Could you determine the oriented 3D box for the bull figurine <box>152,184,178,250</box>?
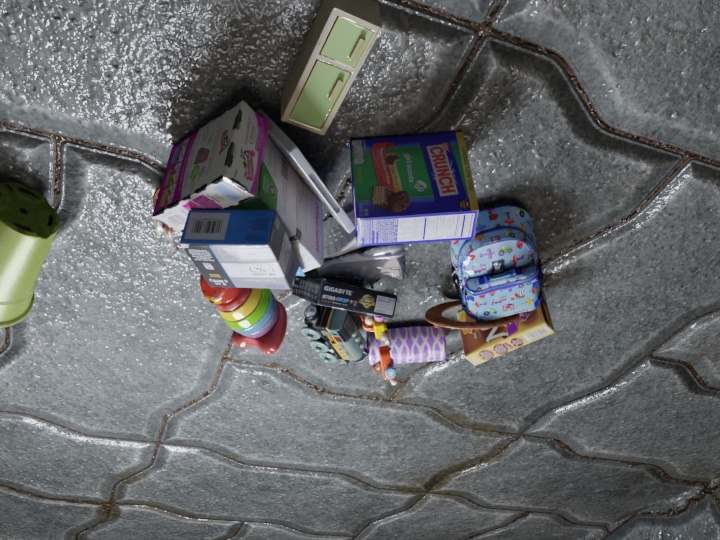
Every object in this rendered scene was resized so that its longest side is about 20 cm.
[{"bbox_3d":[-0.273,-0.088,1.216,0.195,0.066,0.124,17,115,-18],"label":"bull figurine"}]

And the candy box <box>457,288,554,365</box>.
[{"bbox_3d":[0.313,0.114,1.500,0.197,0.119,0.056,-29,137,27],"label":"candy box"}]

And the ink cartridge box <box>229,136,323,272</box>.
[{"bbox_3d":[-0.143,-0.105,1.153,0.082,0.149,0.201,-18,140,19],"label":"ink cartridge box"}]

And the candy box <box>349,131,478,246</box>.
[{"bbox_3d":[0.084,-0.135,1.122,0.193,0.173,0.078,-4,146,-3],"label":"candy box"}]

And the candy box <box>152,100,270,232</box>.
[{"bbox_3d":[-0.230,-0.155,1.054,0.197,0.140,0.060,-18,144,42],"label":"candy box"}]

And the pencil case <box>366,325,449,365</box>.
[{"bbox_3d":[0.106,0.173,1.586,0.193,0.087,0.085,-2,179,-2],"label":"pencil case"}]

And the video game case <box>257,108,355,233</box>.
[{"bbox_3d":[-0.088,-0.158,1.105,0.018,0.144,0.201,-39,136,-1],"label":"video game case"}]

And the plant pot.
[{"bbox_3d":[-0.614,-0.043,1.172,0.198,0.203,0.190,28,119,-35],"label":"plant pot"}]

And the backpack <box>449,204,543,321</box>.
[{"bbox_3d":[0.260,-0.020,1.317,0.177,0.137,0.202,-10,139,6],"label":"backpack"}]

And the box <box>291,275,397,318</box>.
[{"bbox_3d":[-0.036,0.049,1.346,0.155,0.047,0.199,12,179,-20],"label":"box"}]

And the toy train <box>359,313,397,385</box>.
[{"bbox_3d":[0.034,0.146,1.440,0.054,0.200,0.155,-11,106,1],"label":"toy train"}]

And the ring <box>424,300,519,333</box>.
[{"bbox_3d":[0.231,0.095,1.429,0.194,0.201,0.020,-4,103,-2],"label":"ring"}]

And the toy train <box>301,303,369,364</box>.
[{"bbox_3d":[-0.053,0.142,1.501,0.111,0.087,0.201,5,147,26],"label":"toy train"}]

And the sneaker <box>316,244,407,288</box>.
[{"bbox_3d":[0.000,0.000,1.316,0.196,0.074,0.084,-10,102,33],"label":"sneaker"}]

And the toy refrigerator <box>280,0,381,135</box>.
[{"bbox_3d":[-0.047,-0.296,0.988,0.074,0.071,0.201,14,137,-22],"label":"toy refrigerator"}]

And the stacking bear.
[{"bbox_3d":[-0.228,0.054,1.286,0.119,0.116,0.201,8,151,33],"label":"stacking bear"}]

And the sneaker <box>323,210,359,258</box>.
[{"bbox_3d":[-0.008,-0.067,1.281,0.196,0.078,0.080,-22,154,26],"label":"sneaker"}]

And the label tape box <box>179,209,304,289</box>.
[{"bbox_3d":[-0.178,-0.015,1.084,0.140,0.065,0.201,1,151,11],"label":"label tape box"}]
